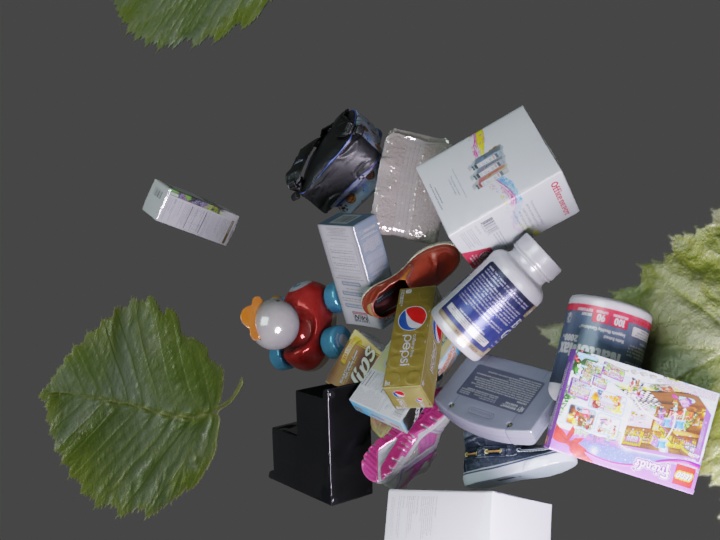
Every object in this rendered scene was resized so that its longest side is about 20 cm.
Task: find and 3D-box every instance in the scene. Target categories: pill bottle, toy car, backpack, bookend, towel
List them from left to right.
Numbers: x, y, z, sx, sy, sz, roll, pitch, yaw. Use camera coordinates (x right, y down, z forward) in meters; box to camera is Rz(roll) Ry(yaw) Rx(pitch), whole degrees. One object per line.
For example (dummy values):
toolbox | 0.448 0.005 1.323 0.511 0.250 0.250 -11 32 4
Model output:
toy car | -0.143 0.090 1.768 0.184 0.199 0.178 -16 63 41
bookend | -0.076 0.285 1.641 0.199 0.092 0.201 5 99 52
backpack | -0.027 -0.216 1.796 0.200 0.154 0.191 -39 28 24
towel | 0.094 -0.154 1.685 0.034 0.131 0.202 111 169 -79
pill bottle | 0.218 0.039 1.469 0.200 0.111 0.111 -44 46 9
pill bottle | 0.332 0.145 1.311 0.119 0.119 0.202 7 80 47

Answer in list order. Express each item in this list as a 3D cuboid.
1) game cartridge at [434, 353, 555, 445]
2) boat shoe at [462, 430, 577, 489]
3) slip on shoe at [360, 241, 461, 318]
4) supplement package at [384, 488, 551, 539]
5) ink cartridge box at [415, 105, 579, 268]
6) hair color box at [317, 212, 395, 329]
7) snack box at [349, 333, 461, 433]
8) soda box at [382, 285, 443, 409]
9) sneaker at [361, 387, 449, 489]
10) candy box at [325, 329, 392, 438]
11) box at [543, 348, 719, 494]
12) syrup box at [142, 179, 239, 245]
game cartridge | 0.215 0.198 1.428 0.199 0.042 0.133 12 55 48
boat shoe | 0.232 0.268 1.400 0.199 0.071 0.092 -23 60 40
slip on shoe | 0.092 0.021 1.609 0.199 0.074 0.061 -32 21 -1
supplement package | 0.155 0.408 1.363 0.199 0.150 0.153 -12 65 43
ink cartridge box | 0.219 -0.129 1.473 0.199 0.145 0.145 -28 59 10
hair color box | 0.000 0.000 1.676 0.099 0.060 0.201 6 118 47
snack box | 0.083 0.165 1.554 0.116 0.037 0.200 18 62 40
soda box | 0.091 0.124 1.512 0.067 0.064 0.201 -7 49 22
sneaker | 0.091 0.281 1.539 0.200 0.088 0.081 -46 44 -8
candy box | 0.032 0.205 1.645 0.200 0.055 0.116 38 101 46
box | 0.357 0.198 1.226 0.039 0.198 0.138 93 -165 -85
syrup box | -0.383 -0.130 2.108 0.079 0.199 0.082 32 99 47
